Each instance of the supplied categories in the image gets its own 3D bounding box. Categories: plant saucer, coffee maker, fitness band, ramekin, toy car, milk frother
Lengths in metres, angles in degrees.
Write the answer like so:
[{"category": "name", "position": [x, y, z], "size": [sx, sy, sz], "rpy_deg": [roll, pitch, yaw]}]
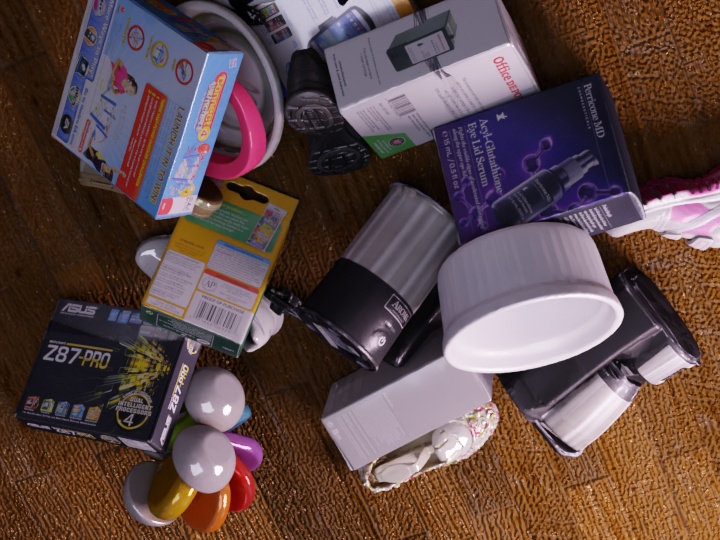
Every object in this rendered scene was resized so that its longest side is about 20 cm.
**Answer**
[{"category": "plant saucer", "position": [-0.150, -0.214, 1.650], "size": [0.199, 0.050, 0.201], "rpy_deg": [24, 129, 32]}, {"category": "coffee maker", "position": [0.264, 0.089, 1.693], "size": [0.192, 0.135, 0.200], "rpy_deg": [44, 109, -9]}, {"category": "fitness band", "position": [-0.185, -0.180, 1.644], "size": [0.199, 0.037, 0.145], "rpy_deg": [19, 129, 37]}, {"category": "ramekin", "position": [0.178, 0.029, 1.584], "size": [0.199, 0.200, 0.098], "rpy_deg": [-18, 65, 14]}, {"category": "toy car", "position": [-0.190, 0.227, 1.785], "size": [0.149, 0.201, 0.175], "rpy_deg": [28, 137, -26]}, {"category": "milk frother", "position": [0.000, 0.000, 1.702], "size": [0.199, 0.181, 0.189], "rpy_deg": [32, 76, 24]}]

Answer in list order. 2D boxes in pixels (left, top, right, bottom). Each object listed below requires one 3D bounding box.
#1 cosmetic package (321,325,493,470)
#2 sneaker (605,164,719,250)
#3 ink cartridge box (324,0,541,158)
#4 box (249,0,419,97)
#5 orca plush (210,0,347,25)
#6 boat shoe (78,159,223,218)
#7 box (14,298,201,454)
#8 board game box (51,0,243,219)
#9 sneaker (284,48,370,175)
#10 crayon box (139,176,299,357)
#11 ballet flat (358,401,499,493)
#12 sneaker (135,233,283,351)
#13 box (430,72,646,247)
[{"category": "cosmetic package", "position": [0.059, 0.147, 1.758], "size": [0.199, 0.107, 0.091], "rpy_deg": [-25, 105, 18]}, {"category": "sneaker", "position": [0.376, -0.061, 1.649], "size": [0.198, 0.081, 0.089], "rpy_deg": [-12, 107, 13]}, {"category": "ink cartridge box", "position": [0.082, -0.215, 1.589], "size": [0.199, 0.146, 0.085], "rpy_deg": [-20, 67, 13]}, {"category": "box", "position": [-0.037, -0.278, 1.643], "size": [0.199, 0.042, 0.120], "rpy_deg": [-24, 106, 18]}, {"category": "orca plush", "position": [-0.106, -0.322, 1.588], "size": [0.199, 0.071, 0.106], "rpy_deg": [20, 92, 21]}, {"category": "boat shoe", "position": [-0.248, -0.098, 1.696], "size": [0.200, 0.073, 0.064], "rpy_deg": [23, 110, 22]}, {"category": "box", "position": [-0.300, 0.125, 1.748], "size": [0.199, 0.162, 0.049], "rpy_deg": [8, 155, 25]}, {"category": "board game box", "position": [-0.239, -0.192, 1.596], "size": [0.195, 0.056, 0.201], "rpy_deg": [36, 118, 30]}, {"category": "sneaker", "position": [-0.035, -0.176, 1.632], "size": [0.075, 0.091, 0.200], "rpy_deg": [-9, 153, 6]}, {"category": "crayon box", "position": [-0.165, -0.013, 1.711], "size": [0.125, 0.201, 0.052], "rpy_deg": [22, 154, -1]}, {"category": "ballet flat", "position": [0.085, 0.226, 1.808], "size": [0.199, 0.064, 0.076], "rpy_deg": [-30, 104, 17]}, {"category": "sneaker", "position": [-0.185, 0.025, 1.753], "size": [0.199, 0.087, 0.075], "rpy_deg": [30, 116, -3]}, {"category": "box", "position": [0.198, -0.108, 1.607], "size": [0.199, 0.104, 0.149], "rpy_deg": [-19, 70, 15]}]
